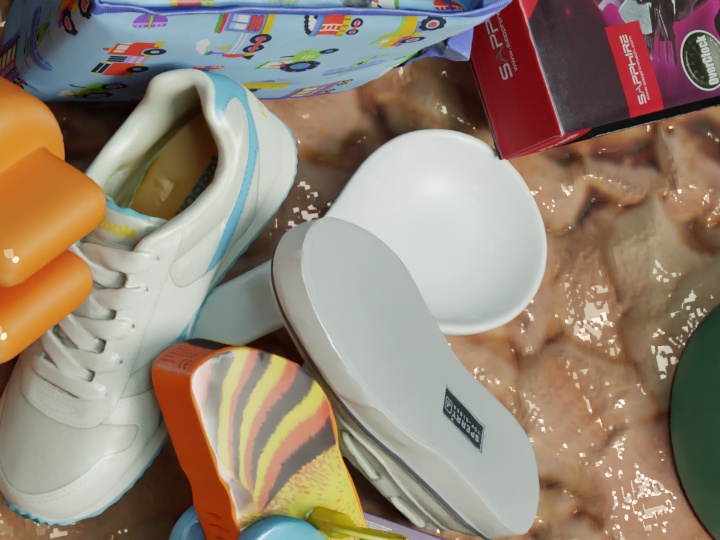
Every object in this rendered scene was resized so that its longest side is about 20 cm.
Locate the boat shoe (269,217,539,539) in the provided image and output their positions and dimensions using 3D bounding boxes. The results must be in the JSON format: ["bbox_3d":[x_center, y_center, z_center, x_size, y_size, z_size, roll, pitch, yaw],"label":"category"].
[{"bbox_3d":[0.007,0.052,0.939,0.200,0.066,0.072,46,43,-43],"label":"boat shoe"}]

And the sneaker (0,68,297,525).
[{"bbox_3d":[-0.101,0.008,0.903,0.076,0.081,0.200,23,83,23],"label":"sneaker"}]

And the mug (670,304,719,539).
[{"bbox_3d":[0.241,0.056,1.056,0.152,0.114,0.185,-4,82,-25],"label":"mug"}]

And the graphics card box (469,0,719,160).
[{"bbox_3d":[0.137,-0.135,1.067,0.200,0.051,0.126,-15,86,-36],"label":"graphics card box"}]

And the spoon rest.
[{"bbox_3d":[0.000,0.000,0.984,0.200,0.061,0.099,-24,83,-26],"label":"spoon rest"}]

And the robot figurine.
[{"bbox_3d":[-0.195,-0.043,0.845,0.200,0.144,0.117,28,78,17],"label":"robot figurine"}]

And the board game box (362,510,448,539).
[{"bbox_3d":[0.040,0.186,0.988,0.200,0.032,0.120,22,68,-19],"label":"board game box"}]

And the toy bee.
[{"bbox_3d":[-0.024,0.118,0.912,0.109,0.131,0.200,-14,123,-31],"label":"toy bee"}]

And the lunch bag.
[{"bbox_3d":[-0.040,-0.114,0.938,0.200,0.151,0.094,9,76,-23],"label":"lunch bag"}]
